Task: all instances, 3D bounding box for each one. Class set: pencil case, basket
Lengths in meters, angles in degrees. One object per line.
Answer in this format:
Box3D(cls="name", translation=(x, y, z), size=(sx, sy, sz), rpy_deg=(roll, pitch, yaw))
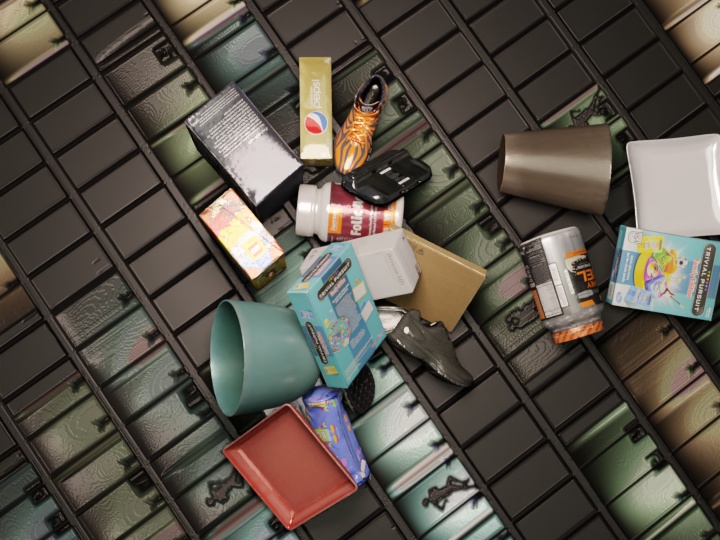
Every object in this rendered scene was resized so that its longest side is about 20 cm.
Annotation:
Box3D(cls="pencil case", translation=(-0.043, 0.309, 1.679), size=(0.078, 0.086, 0.202), rpy_deg=(-29, 105, -46))
Box3D(cls="basket", translation=(0.368, -0.201, 1.757), size=(0.197, 0.136, 0.183), rpy_deg=(5, 82, 1))

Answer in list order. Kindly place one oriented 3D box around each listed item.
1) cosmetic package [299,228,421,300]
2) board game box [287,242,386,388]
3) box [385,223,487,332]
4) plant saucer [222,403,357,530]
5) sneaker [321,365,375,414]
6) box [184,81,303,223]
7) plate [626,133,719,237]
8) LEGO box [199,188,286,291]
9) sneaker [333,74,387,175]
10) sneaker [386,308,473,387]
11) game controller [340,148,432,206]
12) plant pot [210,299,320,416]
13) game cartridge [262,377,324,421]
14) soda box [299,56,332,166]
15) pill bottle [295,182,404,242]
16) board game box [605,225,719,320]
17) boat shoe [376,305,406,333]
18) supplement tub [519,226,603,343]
Box3D(cls="cosmetic package", translation=(0.000, 0.000, 1.682), size=(0.198, 0.074, 0.102), rpy_deg=(-12, 119, 29))
Box3D(cls="board game box", translation=(-0.037, 0.077, 1.597), size=(0.151, 0.046, 0.202), rpy_deg=(-49, 127, -43))
Box3D(cls="box", translation=(0.116, 0.017, 1.715), size=(0.198, 0.164, 0.021), rpy_deg=(26, 42, -1))
Box3D(cls="plant saucer", translation=(-0.124, 0.352, 1.663), size=(0.199, 0.037, 0.200), rpy_deg=(-38, 94, 33))
Box3D(cls="sneaker", translation=(-0.041, 0.179, 1.722), size=(0.072, 0.082, 0.202), rpy_deg=(-40, 116, -32))
Box3D(cls="box", translation=(-0.208, -0.211, 1.692), size=(0.123, 0.200, 0.199), rpy_deg=(-40, 88, -7))
Box3D(cls="plate", translation=(0.630, -0.162, 1.813), size=(0.197, 0.032, 0.203), rpy_deg=(-6, 84, -3))
Box3D(cls="LEGO box", translation=(-0.210, -0.051, 1.673), size=(0.077, 0.200, 0.149), rpy_deg=(-40, 86, -7))
Box3D(cls="sneaker", translation=(-0.003, -0.285, 1.754), size=(0.077, 0.112, 0.203), rpy_deg=(17, 83, -1))
Box3D(cls="sneaker", translation=(0.146, 0.147, 1.713), size=(0.199, 0.076, 0.091), rpy_deg=(38, 78, -23))
Box3D(cls="game controller", translation=(0.052, -0.175, 1.720), size=(0.104, 0.042, 0.199), rpy_deg=(37, 41, 17))
Box3D(cls="plant pot", translation=(-0.163, 0.151, 1.628), size=(0.159, 0.200, 0.204), rpy_deg=(-1, 83, -26))
Box3D(cls="game cartridge", translation=(-0.145, 0.204, 1.733), size=(0.128, 0.038, 0.202), rpy_deg=(-26, 86, -2))
Box3D(cls="soda box", translation=(-0.086, -0.307, 1.774), size=(0.063, 0.068, 0.203), rpy_deg=(-1, 84, -2))
Box3D(cls="pill bottle", translation=(-0.021, -0.107, 1.732), size=(0.197, 0.114, 0.116), rpy_deg=(5, 83, -3))
Box3D(cls="board game box", translation=(0.590, 0.005, 1.768), size=(0.197, 0.047, 0.153), rpy_deg=(9, 97, -1))
Box3D(cls="boat shoe", translation=(-0.006, 0.098, 1.735), size=(0.197, 0.064, 0.072), rpy_deg=(-10, 84, -4))
Box3D(cls="supplement tub", translation=(0.385, 0.029, 1.734), size=(0.121, 0.123, 0.203), rpy_deg=(-17, 85, -5))
